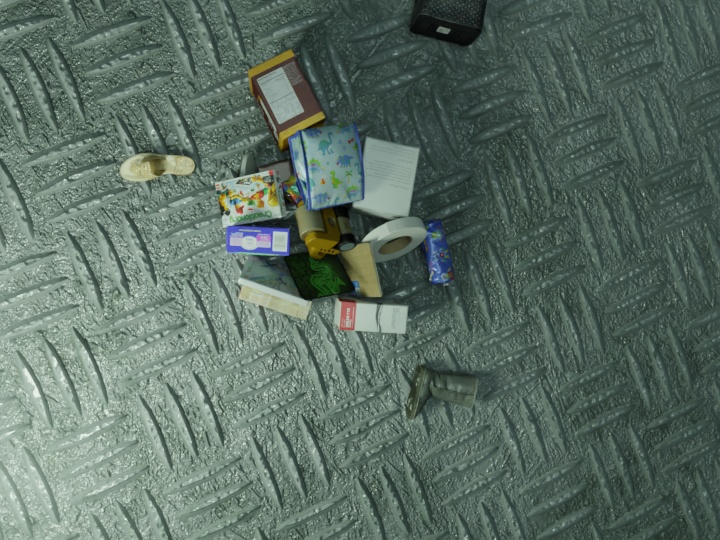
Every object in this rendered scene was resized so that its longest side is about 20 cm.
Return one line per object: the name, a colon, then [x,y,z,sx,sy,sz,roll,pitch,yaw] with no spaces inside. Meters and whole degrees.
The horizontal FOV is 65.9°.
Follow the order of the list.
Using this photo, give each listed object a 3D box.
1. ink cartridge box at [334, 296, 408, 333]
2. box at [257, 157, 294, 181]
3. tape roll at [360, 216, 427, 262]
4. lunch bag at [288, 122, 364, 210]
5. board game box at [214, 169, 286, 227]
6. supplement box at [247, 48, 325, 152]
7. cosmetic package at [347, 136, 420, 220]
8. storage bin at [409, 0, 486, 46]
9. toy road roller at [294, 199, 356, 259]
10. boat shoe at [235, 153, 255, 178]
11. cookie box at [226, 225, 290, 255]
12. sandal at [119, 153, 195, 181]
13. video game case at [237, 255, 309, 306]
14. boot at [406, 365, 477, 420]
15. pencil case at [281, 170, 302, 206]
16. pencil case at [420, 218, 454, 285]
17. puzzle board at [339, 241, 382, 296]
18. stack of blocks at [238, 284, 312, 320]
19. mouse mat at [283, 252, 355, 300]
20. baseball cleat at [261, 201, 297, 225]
ink cartridge box: [0.029,0.128,1.626,0.197,0.144,0.085,4,92,-8]
box: [-0.193,-0.275,1.618,0.197,0.075,0.102,-17,94,-6]
tape roll: [0.096,-0.087,1.605,0.200,0.203,0.037,-18,69,-8]
lunch bag: [-0.084,-0.269,1.459,0.168,0.127,0.203,-14,94,-21]
board game box: [-0.302,-0.196,1.525,0.197,0.035,0.128,-7,97,25]
supplement box: [-0.207,-0.465,1.546,0.132,0.197,0.202,-28,96,-7]
cosmetic package: [0.063,-0.258,1.611,0.162,0.165,0.203,11,89,-8]
storage bin: [0.257,-0.752,1.642,0.197,0.135,0.095,9,90,-9]
toy road roller: [-0.118,-0.103,1.560,0.198,0.145,0.124,11,56,-46]
boat shoe: [-0.348,-0.237,1.594,0.063,0.071,0.203,8,90,14]
cookie box: [-0.280,-0.082,1.544,0.168,0.200,0.077,3,92,-8]
sandal: [-0.574,-0.296,1.557,0.208,0.070,0.079,-5,92,-9]
video game case: [-0.233,0.023,1.567,0.197,0.183,0.022,20,111,-9]
boot: [0.252,0.392,1.714,0.197,0.073,0.184,18,91,-16]
pencil case: [-0.144,-0.272,1.548,0.088,0.088,0.200,42,82,-8]
pencil case: [0.226,-0.053,1.685,0.086,0.078,0.203,-16,93,-31]
puzzle board: [0.000,0.000,1.596,0.017,0.199,0.153,-15,94,-26]
stack of blocks: [-0.241,0.070,1.593,0.197,0.115,0.059,20,99,-9]
mouse mat: [-0.118,0.007,1.581,0.159,0.201,0.008,-10,133,-21]
baseball cleat: [-0.213,-0.182,1.611,0.197,0.070,0.108,7,114,-19]
